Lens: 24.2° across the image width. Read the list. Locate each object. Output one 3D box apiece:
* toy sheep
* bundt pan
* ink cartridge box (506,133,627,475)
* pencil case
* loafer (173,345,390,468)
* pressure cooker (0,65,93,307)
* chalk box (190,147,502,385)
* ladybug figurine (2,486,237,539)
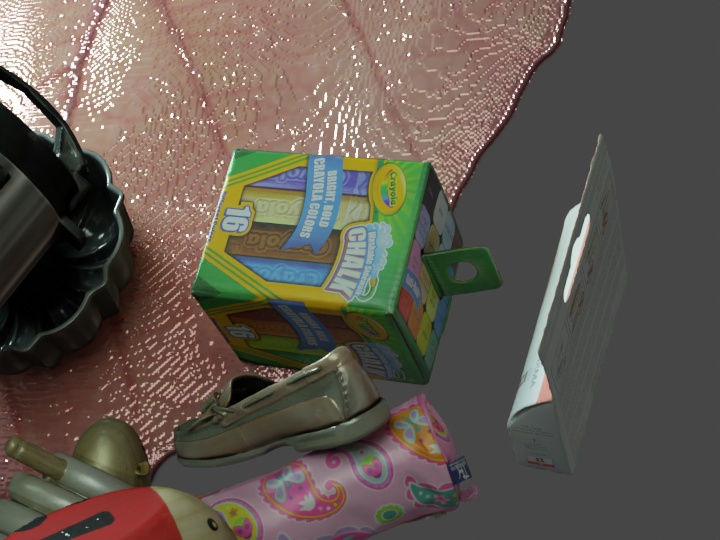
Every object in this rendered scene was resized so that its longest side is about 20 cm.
[{"bbox_3d":[-0.207,0.197,1.164,0.137,0.138,0.201,22,80,25],"label":"toy sheep"},{"bbox_3d":[-0.266,-0.006,1.323,0.200,0.076,0.204,-7,61,12],"label":"bundt pan"},{"bbox_3d":[0.131,0.026,1.117,0.050,0.200,0.163,10,65,21],"label":"ink cartridge box"},{"bbox_3d":[-0.022,0.161,1.158,0.198,0.088,0.088,-24,58,1],"label":"pencil case"},{"bbox_3d":[-0.063,0.093,1.172,0.199,0.063,0.072,-14,12,43],"label":"loafer"},{"bbox_3d":[-0.304,-0.060,1.218,0.178,0.176,0.201,22,68,43],"label":"pressure cooker"},{"bbox_3d":[0.000,0.000,1.215,0.198,0.125,0.125,6,64,20],"label":"chalk box"},{"bbox_3d":[-0.169,0.191,1.036,0.199,0.073,0.135,-23,27,-23],"label":"ladybug figurine"}]
